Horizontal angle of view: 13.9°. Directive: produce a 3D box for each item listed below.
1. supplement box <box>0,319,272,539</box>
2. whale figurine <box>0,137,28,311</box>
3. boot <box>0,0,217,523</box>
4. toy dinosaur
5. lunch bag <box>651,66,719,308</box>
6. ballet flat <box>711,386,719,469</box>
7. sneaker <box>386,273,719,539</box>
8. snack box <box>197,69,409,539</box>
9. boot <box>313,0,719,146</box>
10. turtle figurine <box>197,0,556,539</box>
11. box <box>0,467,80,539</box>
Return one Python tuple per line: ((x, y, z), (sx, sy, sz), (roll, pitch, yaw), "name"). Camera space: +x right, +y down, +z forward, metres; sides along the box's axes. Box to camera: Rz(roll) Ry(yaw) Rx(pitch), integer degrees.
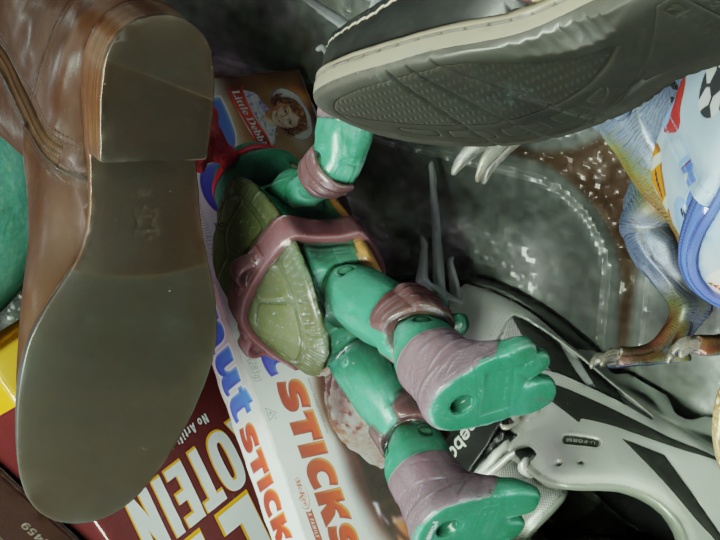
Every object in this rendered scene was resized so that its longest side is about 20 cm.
((-0.094, 0.114, 1.164), (0.197, 0.133, 0.200), (-28, 97, 49), "supplement box")
((-0.199, -0.035, 1.216), (0.200, 0.104, 0.159), (-8, 110, 57), "whale figurine")
((-0.108, -0.029, 1.051), (0.200, 0.064, 0.187), (-141, 61, -62), "boot")
((0.102, -0.057, 1.058), (0.105, 0.199, 0.182), (167, 99, -68), "toy dinosaur")
((0.196, -0.065, 0.947), (0.160, 0.076, 0.200), (17, 121, -16), "lunch bag")
((0.165, 0.110, 0.985), (0.070, 0.065, 0.200), (-35, 52, 11), "ballet flat")
((0.061, 0.067, 1.110), (0.200, 0.088, 0.074), (25, 123, 19), "sneaker")
((-0.024, 0.022, 1.099), (0.024, 0.072, 0.201), (-39, 66, 51), "snack box")
((0.068, -0.130, 0.928), (0.200, 0.073, 0.151), (-21, 60, 42), "boot")
((0.000, 0.000, 1.045), (0.200, 0.100, 0.150), (59, 173, 40), "turtle figurine")
((-0.184, 0.186, 1.044), (0.164, 0.200, 0.166), (40, 137, 15), "box")
